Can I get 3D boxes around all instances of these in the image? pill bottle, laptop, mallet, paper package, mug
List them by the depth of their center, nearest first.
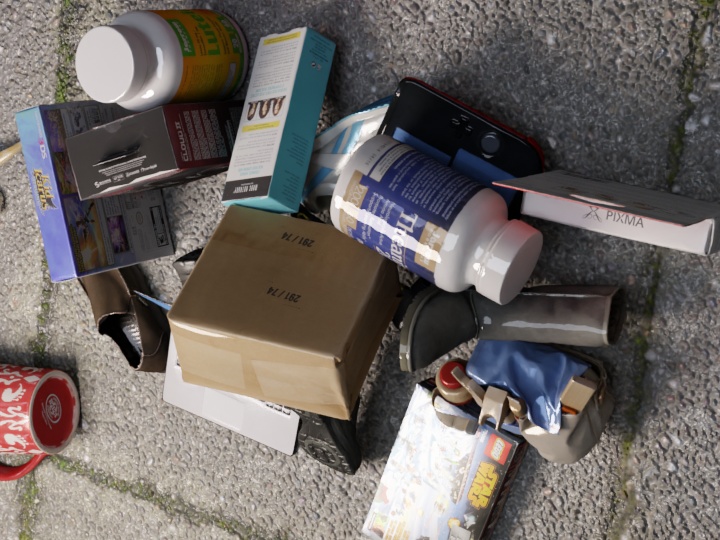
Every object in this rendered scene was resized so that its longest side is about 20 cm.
[{"bbox_3d":[0.078,-0.047,1.542,0.199,0.111,0.112,29,112,22],"label":"pill bottle"},{"bbox_3d":[-0.075,0.041,1.611,0.199,0.191,0.104,11,138,17],"label":"paper package"},{"bbox_3d":[0.000,0.000,1.704,0.199,0.041,0.066,31,112,10],"label":"mallet"},{"bbox_3d":[-0.224,-0.236,1.720,0.110,0.200,0.112,6,102,30],"label":"pill bottle"},{"bbox_3d":[-0.167,0.121,1.773,0.186,0.116,0.201,21,118,19],"label":"laptop"},{"bbox_3d":[-0.467,0.188,2.010,0.199,0.178,0.134,0,62,27],"label":"mug"}]

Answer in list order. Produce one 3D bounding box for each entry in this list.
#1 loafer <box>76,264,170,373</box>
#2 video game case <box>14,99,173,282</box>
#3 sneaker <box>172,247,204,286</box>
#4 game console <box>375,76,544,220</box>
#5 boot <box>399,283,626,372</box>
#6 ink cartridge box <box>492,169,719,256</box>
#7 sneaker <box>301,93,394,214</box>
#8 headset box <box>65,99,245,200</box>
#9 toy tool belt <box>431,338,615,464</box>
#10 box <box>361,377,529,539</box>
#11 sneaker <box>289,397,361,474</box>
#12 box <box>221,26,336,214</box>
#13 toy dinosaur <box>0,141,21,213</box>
[{"bbox_3d":[-0.298,0.042,1.890,0.200,0.071,0.073,51,119,13],"label":"loafer"},{"bbox_3d":[-0.311,-0.099,1.808,0.045,0.181,0.201,-10,93,32],"label":"video game case"},{"bbox_3d":[-0.128,0.017,1.793,0.199,0.076,0.091,0,108,38],"label":"sneaker"},{"bbox_3d":[0.085,-0.084,1.621,0.176,0.031,0.201,27,120,2],"label":"game console"},{"bbox_3d":[0.155,0.058,1.551,0.199,0.182,0.073,12,125,21],"label":"boot"},{"bbox_3d":[0.247,-0.054,1.486,0.199,0.173,0.044,15,106,28],"label":"ink cartridge box"},{"bbox_3d":[0.001,-0.132,1.685,0.199,0.076,0.081,-28,92,38],"label":"sneaker"},{"bbox_3d":[-0.222,-0.138,1.738,0.148,0.200,0.078,-14,91,31],"label":"headset box"},{"bbox_3d":[0.160,0.115,1.591,0.199,0.123,0.125,15,67,25],"label":"toy tool belt"},{"bbox_3d":[0.094,0.239,1.710,0.136,0.040,0.201,30,113,25],"label":"box"},{"bbox_3d":[-0.029,0.153,1.713,0.076,0.091,0.201,21,148,31],"label":"sneaker"},{"bbox_3d":[-0.089,-0.162,1.681,0.082,0.049,0.201,-3,69,47],"label":"box"},{"bbox_3d":[-0.507,-0.117,1.996,0.199,0.058,0.102,-13,91,32],"label":"toy dinosaur"}]
